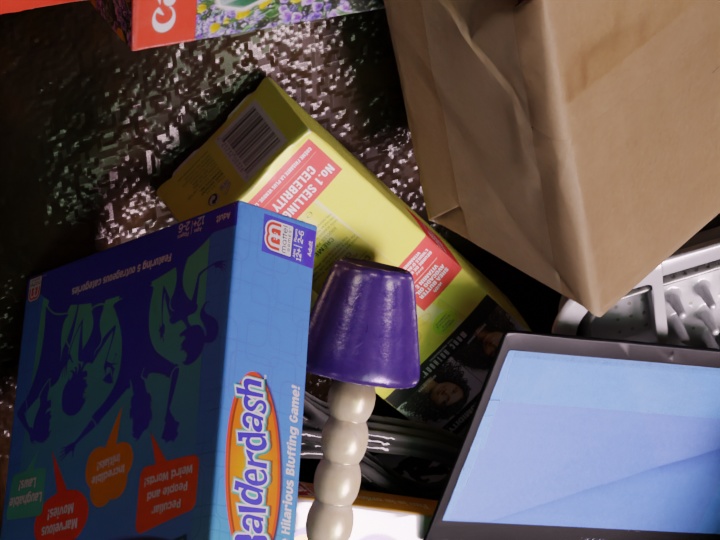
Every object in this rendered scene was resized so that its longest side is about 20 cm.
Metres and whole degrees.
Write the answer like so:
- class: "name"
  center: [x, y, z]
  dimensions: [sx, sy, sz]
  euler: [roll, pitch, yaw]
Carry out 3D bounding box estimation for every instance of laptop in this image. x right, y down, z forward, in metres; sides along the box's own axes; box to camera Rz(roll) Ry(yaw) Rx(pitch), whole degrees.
- class: "laptop"
  center: [0.127, 0.145, 1.007]
  dimensions: [0.176, 0.202, 0.103]
  euler: [6, 157, -24]

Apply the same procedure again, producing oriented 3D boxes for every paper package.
- class: "paper package"
  center: [0.116, -0.117, 0.929]
  dimensions: [0.200, 0.103, 0.192]
  euler: [-38, 137, -24]

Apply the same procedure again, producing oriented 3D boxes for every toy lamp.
- class: "toy lamp"
  center: [-0.011, 0.096, 0.965]
  dimensions: [0.058, 0.058, 0.202]
  euler: [6, 95, -34]

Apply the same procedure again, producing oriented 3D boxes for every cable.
- class: "cable"
  center: [-0.032, 0.064, 1.022]
  dimensions: [0.198, 0.050, 0.098]
  euler: [5, 124, -25]

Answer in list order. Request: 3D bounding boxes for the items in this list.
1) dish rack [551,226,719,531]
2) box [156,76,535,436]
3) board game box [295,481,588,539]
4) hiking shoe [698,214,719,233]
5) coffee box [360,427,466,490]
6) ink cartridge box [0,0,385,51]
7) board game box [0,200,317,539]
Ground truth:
- class: "dish rack"
  center: [0.187, 0.041, 1.056]
  dimensions: [0.198, 0.044, 0.173]
  euler: [-16, 125, -4]
- class: "box"
  center: [0.000, 0.000, 1.011]
  dimensions: [0.075, 0.050, 0.200]
  euler: [-44, 132, 4]
- class: "board game box"
  center: [0.005, 0.151, 1.034]
  dimensions: [0.198, 0.030, 0.096]
  euler: [11, 102, -23]
- class: "hiking shoe"
  center: [0.197, -0.071, 1.072]
  dimensions: [0.198, 0.102, 0.076]
  euler: [-22, 165, 13]
- class: "coffee box"
  center: [-0.006, 0.172, 1.106]
  dimensions: [0.199, 0.080, 0.114]
  euler: [-27, 130, -13]
- class: "ink cartridge box"
  center: [-0.065, -0.147, 0.867]
  dimensions: [0.198, 0.050, 0.110]
  euler: [-13, 127, -25]
- class: "board game box"
  center: [-0.086, 0.088, 0.887]
  dimensions: [0.045, 0.151, 0.202]
  euler: [17, 67, -38]
